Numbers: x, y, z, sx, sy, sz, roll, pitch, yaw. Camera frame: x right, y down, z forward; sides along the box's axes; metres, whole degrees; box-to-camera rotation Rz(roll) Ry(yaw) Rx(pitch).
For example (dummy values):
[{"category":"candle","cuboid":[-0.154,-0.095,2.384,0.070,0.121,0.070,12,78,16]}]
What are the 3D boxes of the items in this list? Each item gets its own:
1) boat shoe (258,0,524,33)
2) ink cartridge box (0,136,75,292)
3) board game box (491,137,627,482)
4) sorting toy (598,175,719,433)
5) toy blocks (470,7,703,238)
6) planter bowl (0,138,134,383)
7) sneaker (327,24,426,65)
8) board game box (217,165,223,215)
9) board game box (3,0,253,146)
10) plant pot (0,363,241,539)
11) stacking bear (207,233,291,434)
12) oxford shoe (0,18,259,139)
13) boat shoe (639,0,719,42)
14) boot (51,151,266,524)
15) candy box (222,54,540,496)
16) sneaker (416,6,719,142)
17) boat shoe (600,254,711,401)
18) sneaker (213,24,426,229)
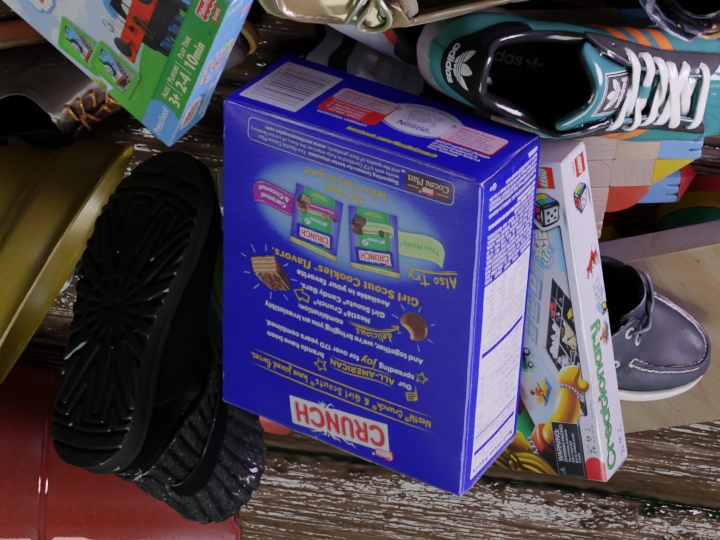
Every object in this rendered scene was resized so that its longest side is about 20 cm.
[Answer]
[{"category":"boat shoe","cuboid":[0.043,-0.163,1.444,0.199,0.063,0.074,-7,123,-8]},{"category":"ink cartridge box","cuboid":[-0.296,-0.051,1.785,0.144,0.085,0.200,-17,140,40]},{"category":"board game box","cuboid":[0.079,0.020,1.570,0.126,0.035,0.201,5,118,31]},{"category":"sorting toy","cuboid":[0.206,0.018,1.768,0.198,0.070,0.200,-11,144,32]},{"category":"toy blocks","cuboid":[0.138,-0.084,1.603,0.136,0.100,0.201,-2,144,-3]},{"category":"planter bowl","cuboid":[-0.222,-0.013,1.668,0.083,0.201,0.201,31,148,-2]},{"category":"sneaker","cuboid":[-0.046,-0.175,1.516,0.107,0.068,0.201,-15,139,38]},{"category":"board game box","cuboid":[0.000,0.000,1.676,0.133,0.034,0.201,-10,141,5]},{"category":"board game box","cuboid":[-0.151,-0.176,1.485,0.200,0.037,0.151,42,149,7]},{"category":"plant pot","cuboid":[-0.184,0.165,2.035,0.194,0.202,0.201,3,151,-4]},{"category":"stacking bear","cuboid":[-0.035,0.001,1.781,0.113,0.122,0.200,21,141,-24]},{"category":"oxford shoe","cuboid":[-0.150,-0.113,1.644,0.199,0.073,0.071,-9,145,29]},{"category":"boat shoe","cuboid":[0.194,-0.148,1.463,0.070,0.091,0.200,-10,145,31]},{"category":"boot","cuboid":[-0.109,0.044,1.718,0.079,0.212,0.158,14,173,35]},{"category":"candy box","cuboid":[0.008,0.002,1.533,0.168,0.077,0.201,20,124,26]},{"category":"sneaker","cuboid":[0.133,-0.098,1.482,0.199,0.072,0.080,4,-162,-19]},{"category":"boat shoe","cuboid":[0.142,0.022,1.649,0.198,0.075,0.066,22,143,-25]},{"category":"sneaker","cuboid":[-0.044,-0.090,1.666,0.080,0.074,0.200,28,137,-22]}]
